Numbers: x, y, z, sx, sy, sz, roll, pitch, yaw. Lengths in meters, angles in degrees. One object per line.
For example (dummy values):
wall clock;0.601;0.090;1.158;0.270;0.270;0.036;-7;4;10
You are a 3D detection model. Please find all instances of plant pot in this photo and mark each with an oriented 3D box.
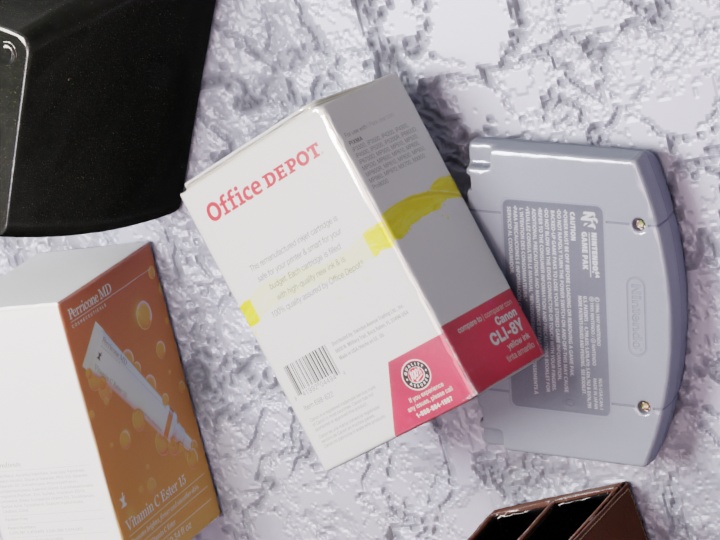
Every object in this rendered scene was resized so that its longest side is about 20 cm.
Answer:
plant pot;-0.226;-0.127;1.733;0.199;0.177;0.201;21;119;19

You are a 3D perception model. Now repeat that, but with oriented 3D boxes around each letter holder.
letter holder;0.133;0.257;1.719;0.100;0.142;0.201;-15;102;30

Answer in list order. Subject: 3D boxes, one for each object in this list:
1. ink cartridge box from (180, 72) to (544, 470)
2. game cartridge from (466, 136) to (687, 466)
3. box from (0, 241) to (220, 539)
ink cartridge box;0.000;0.000;1.697;0.145;0.083;0.201;-29;89;44
game cartridge;0.133;0.019;1.690;0.133;0.040;0.201;8;113;28
box;-0.183;0.098;1.829;0.097;0.124;0.201;-6;107;28
